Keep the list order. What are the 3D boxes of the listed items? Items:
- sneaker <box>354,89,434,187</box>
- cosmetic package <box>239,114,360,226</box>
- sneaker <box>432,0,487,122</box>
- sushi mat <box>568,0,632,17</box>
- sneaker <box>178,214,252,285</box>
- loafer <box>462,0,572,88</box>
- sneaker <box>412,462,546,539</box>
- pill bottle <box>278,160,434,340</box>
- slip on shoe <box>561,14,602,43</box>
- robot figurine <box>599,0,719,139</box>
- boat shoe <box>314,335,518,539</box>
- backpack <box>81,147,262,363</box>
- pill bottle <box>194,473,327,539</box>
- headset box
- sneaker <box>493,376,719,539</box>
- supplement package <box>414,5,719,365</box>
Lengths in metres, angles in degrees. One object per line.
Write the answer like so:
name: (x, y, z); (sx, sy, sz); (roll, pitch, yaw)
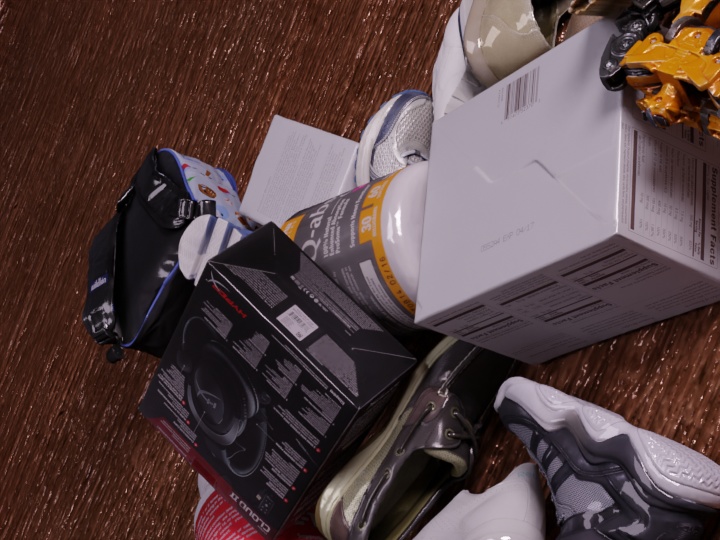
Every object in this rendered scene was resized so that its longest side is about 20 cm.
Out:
sneaker: (0.040, -0.045, 1.188); (0.085, 0.077, 0.202); (13, 92, 54)
cosmetic package: (-0.032, -0.070, 1.319); (0.200, 0.071, 0.102); (29, 98, 62)
sneaker: (0.088, -0.125, 1.151); (0.080, 0.076, 0.202); (-44, 30, 54)
sushi mat: (0.186, -0.190, 0.910); (0.096, 0.012, 0.200); (-44, -8, 21)
sneaker: (-0.058, 0.011, 1.311); (0.199, 0.115, 0.081); (30, 102, 33)
loafer: (0.133, -0.227, 1.123); (0.068, 0.076, 0.202); (-5, 59, 33)
sneaker: (0.061, 0.196, 1.000); (0.200, 0.075, 0.089); (-38, 26, 41)
pill bottle: (0.000, 0.000, 1.091); (0.199, 0.116, 0.117); (-20, 55, 44)
slip on shoe: (0.175, -0.205, 1.041); (0.201, 0.060, 0.076); (-63, 28, 14)
robot figurine: (0.229, -0.150, 0.822); (0.200, 0.058, 0.145); (-49, 40, -9)
boat shoe: (0.053, 0.122, 1.024); (0.201, 0.072, 0.066); (-49, 42, -4)
backpack: (-0.179, -0.024, 1.475); (0.200, 0.153, 0.191); (-51, 41, 22)
pill bottle: (-0.070, 0.223, 1.156); (0.113, 0.111, 0.200); (-59, 30, 20)
headset box: (-0.068, 0.090, 1.065); (0.149, 0.077, 0.201); (43, 135, 13)
sneaker: (0.129, 0.139, 0.885); (0.200, 0.075, 0.115); (23, 90, 60)
supplement package: (0.140, -0.047, 0.948); (0.199, 0.110, 0.157); (-26, 51, 52)
